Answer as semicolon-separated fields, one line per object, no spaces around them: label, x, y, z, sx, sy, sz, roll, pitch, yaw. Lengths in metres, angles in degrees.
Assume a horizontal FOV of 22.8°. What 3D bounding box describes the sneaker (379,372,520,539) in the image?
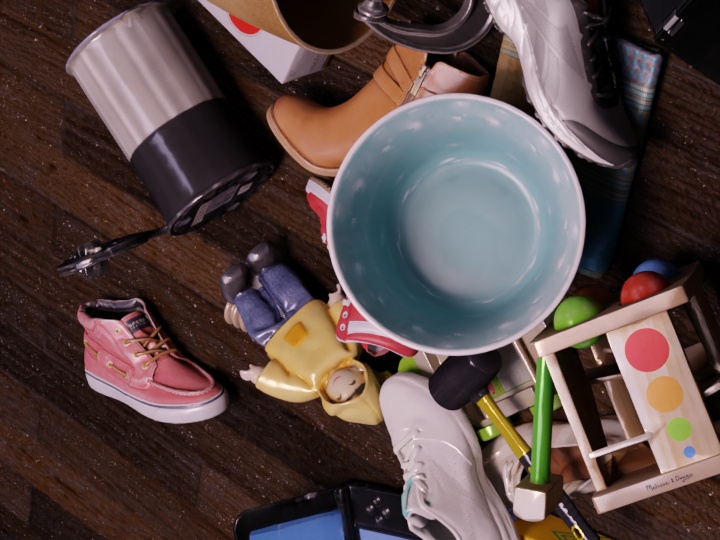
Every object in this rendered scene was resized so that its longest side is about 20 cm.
sneaker;0.061;0.182;1.543;0.201;0.088;0.075;60;138;15

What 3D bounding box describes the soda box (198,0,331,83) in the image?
soda box;-0.102;-0.259;1.579;0.200;0.064;0.068;46;132;19

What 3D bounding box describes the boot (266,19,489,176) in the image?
boot;0.018;-0.145;1.520;0.199;0.074;0.155;31;124;20

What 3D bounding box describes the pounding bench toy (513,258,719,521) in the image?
pounding bench toy;0.186;0.092;1.376;0.199;0.124;0.157;-22;92;19

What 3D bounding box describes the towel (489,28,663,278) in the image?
towel;0.161;-0.108;1.438;0.146;0.022;0.201;29;123;29

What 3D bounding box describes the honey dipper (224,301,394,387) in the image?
honey dipper;-0.043;0.074;1.687;0.199;0.038;0.038;27;124;28

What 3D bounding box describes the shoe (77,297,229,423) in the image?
shoe;-0.217;0.089;1.820;0.199;0.071;0.092;15;122;42

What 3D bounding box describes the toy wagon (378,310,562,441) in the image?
toy wagon;0.094;0.070;1.559;0.200;0.039;0.156;-30;86;45

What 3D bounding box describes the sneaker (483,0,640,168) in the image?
sneaker;0.161;-0.169;1.354;0.079;0.074;0.201;-29;86;37

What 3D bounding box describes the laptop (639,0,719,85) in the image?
laptop;0.293;-0.240;1.271;0.199;0.116;0.187;33;133;-9

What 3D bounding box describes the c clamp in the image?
c clamp;0.041;-0.265;1.400;0.027;0.170;0.201;-118;28;-59

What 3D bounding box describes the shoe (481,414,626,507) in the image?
shoe;0.161;0.164;1.527;0.199;0.053;0.070;-23;92;45

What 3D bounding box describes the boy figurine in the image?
boy figurine;-0.052;0.070;1.637;0.200;0.124;0.065;51;174;29

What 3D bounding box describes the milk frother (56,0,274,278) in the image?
milk frother;-0.219;-0.112;1.652;0.189;0.199;0.180;56;138;9

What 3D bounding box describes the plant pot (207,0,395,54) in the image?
plant pot;-0.089;-0.286;1.453;0.199;0.186;0.188;17;118;35

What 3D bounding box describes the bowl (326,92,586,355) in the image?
bowl;0.081;-0.033;1.408;0.199;0.105;0.202;-1;87;11

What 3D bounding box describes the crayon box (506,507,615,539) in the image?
crayon box;0.190;0.292;1.557;0.199;0.051;0.127;19;119;36

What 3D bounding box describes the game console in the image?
game console;-0.008;0.315;1.699;0.175;0.116;0.201;6;112;40

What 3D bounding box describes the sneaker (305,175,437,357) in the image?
sneaker;0.000;0.000;1.552;0.200;0.071;0.113;39;111;45

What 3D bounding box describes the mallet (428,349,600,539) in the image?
mallet;0.138;0.142;1.489;0.200;0.041;0.066;48;129;19
